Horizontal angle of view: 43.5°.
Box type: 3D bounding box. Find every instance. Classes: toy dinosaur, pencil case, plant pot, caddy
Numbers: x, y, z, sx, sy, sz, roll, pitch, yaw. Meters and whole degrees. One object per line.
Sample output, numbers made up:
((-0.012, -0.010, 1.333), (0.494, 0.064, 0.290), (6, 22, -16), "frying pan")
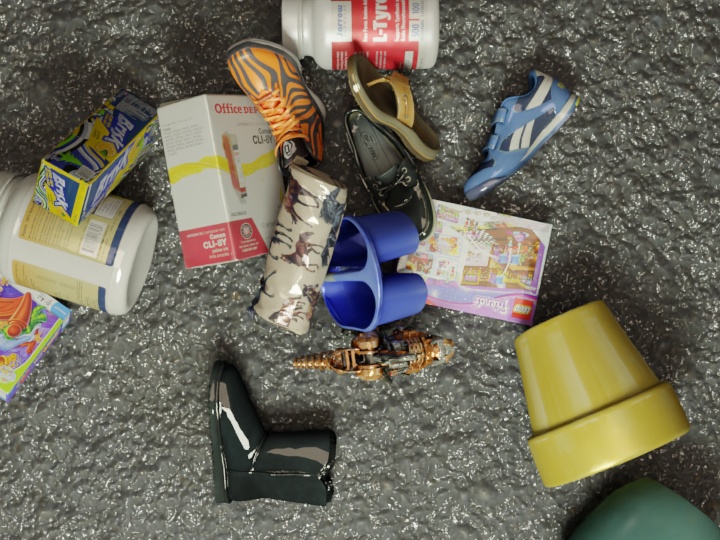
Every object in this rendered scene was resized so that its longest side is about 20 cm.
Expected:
((0.018, 0.101, 1.169), (0.196, 0.136, 0.104), (15, 94, -3), "toy dinosaur")
((-0.076, -0.030, 1.097), (0.088, 0.077, 0.204), (24, 104, 31), "pencil case")
((0.290, 0.151, 1.160), (0.198, 0.201, 0.192), (-23, 78, 0), "plant pot")
((0.376, 0.372, 1.172), (0.200, 0.201, 0.162), (40, 80, -3), "plant pot")
((0.000, 0.000, 1.136), (0.103, 0.199, 0.144), (-11, 94, -22), "caddy")

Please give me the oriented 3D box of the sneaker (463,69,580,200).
((0.198, -0.178, 1.193), (0.082, 0.074, 0.200), (44, 84, -2), "sneaker")

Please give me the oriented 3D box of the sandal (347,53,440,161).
((0.051, -0.212, 1.141), (0.053, 0.082, 0.199), (-26, 138, 28), "sandal")

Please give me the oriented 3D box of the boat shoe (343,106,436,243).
((0.034, -0.128, 1.166), (0.073, 0.066, 0.202), (-25, 78, 11), "boat shoe")

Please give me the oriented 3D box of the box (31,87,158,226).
((-0.321, -0.143, 1.114), (0.064, 0.201, 0.071), (28, 128, -3), "box")

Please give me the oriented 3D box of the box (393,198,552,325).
((0.147, -0.014, 1.214), (0.196, 0.039, 0.140), (12, 92, -2), "box")

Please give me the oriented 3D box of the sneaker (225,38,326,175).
((-0.093, -0.192, 1.111), (0.076, 0.200, 0.114), (-20, 59, 22), "sneaker")

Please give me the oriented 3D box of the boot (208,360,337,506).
((-0.114, 0.216, 1.199), (0.164, 0.076, 0.205), (-2, 100, 2), "boot")

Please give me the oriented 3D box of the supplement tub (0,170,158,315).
((-0.371, -0.039, 1.146), (0.196, 0.144, 0.147), (18, 93, -3), "supplement tub")

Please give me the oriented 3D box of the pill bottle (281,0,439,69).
((-0.001, -0.315, 1.156), (0.196, 0.112, 0.115), (-1, 93, -1), "pill bottle")

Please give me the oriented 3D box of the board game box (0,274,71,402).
((-0.496, 0.055, 1.163), (0.198, 0.045, 0.136), (34, 61, -6), "board game box")

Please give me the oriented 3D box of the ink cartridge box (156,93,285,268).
((-0.166, -0.116, 1.138), (0.082, 0.145, 0.204), (-8, 95, 28), "ink cartridge box")
